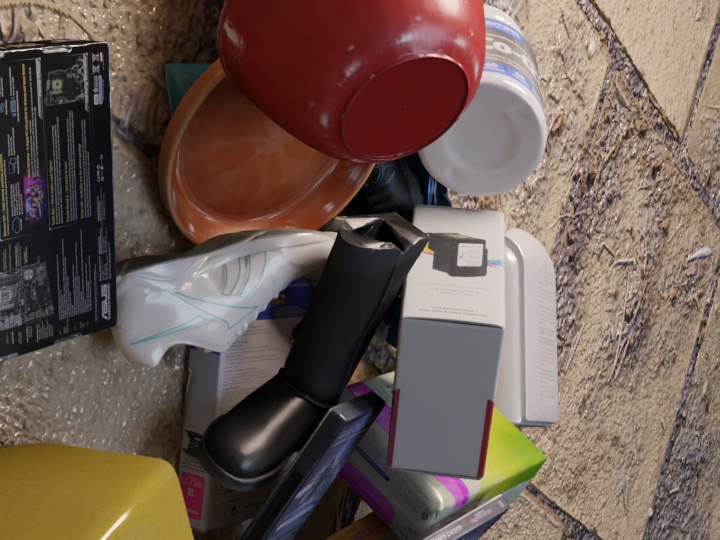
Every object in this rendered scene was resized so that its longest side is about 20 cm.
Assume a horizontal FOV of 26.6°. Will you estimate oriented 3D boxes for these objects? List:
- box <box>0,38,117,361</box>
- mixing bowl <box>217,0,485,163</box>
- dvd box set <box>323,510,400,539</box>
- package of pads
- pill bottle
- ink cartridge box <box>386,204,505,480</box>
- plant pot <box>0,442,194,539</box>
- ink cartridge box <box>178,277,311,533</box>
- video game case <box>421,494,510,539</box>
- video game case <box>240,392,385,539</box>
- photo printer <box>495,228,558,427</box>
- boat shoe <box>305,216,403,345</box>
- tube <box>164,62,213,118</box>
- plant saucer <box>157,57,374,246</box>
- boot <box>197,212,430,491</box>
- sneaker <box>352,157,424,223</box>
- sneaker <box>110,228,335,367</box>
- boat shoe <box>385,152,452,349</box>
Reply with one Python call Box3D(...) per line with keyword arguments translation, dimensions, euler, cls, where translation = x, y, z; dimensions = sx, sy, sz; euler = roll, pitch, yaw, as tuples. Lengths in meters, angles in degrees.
Box3D(translation=(-0.230, -0.046, 0.999), dimensions=(0.160, 0.043, 0.202), euler=(-19, 113, -54), cls="box")
Box3D(translation=(0.012, -0.148, 1.057), dimensions=(0.199, 0.109, 0.201), euler=(-19, 146, -13), cls="mixing bowl")
Box3D(translation=(-0.027, 0.283, 1.344), dimensions=(0.200, 0.029, 0.147), euler=(-20, 142, -53), cls="dvd box set")
Box3D(translation=(0.058, 0.161, 1.395), dimensions=(0.199, 0.154, 0.068), euler=(-10, 138, -55), cls="package of pads")
Box3D(translation=(0.106, -0.160, 1.364), dimensions=(0.200, 0.113, 0.114), euler=(-86, 166, -60), cls="pill bottle")
Box3D(translation=(0.072, 0.054, 1.268), dimensions=(0.200, 0.082, 0.147), euler=(-81, 176, -62), cls="ink cartridge box")
Box3D(translation=(-0.202, 0.216, 0.978), dimensions=(0.200, 0.194, 0.195), euler=(-48, 135, -50), cls="plant pot")
Box3D(translation=(-0.094, 0.104, 1.247), dimensions=(0.119, 0.042, 0.202), euler=(-3, 102, -56), cls="ink cartridge box")
Box3D(translation=(0.030, 0.269, 1.311), dimensions=(0.199, 0.019, 0.143), euler=(-19, 155, -44), cls="video game case")
Box3D(translation=(-0.056, 0.187, 1.201), dimensions=(0.201, 0.019, 0.143), euler=(-57, 170, 8), cls="video game case")
Box3D(translation=(0.157, 0.059, 1.555), dimensions=(0.166, 0.069, 0.202), euler=(17, 72, -70), cls="photo printer")
Box3D(translation=(-0.003, -0.001, 1.302), dimensions=(0.202, 0.072, 0.061), euler=(75, 37, -64), cls="boat shoe")
Box3D(translation=(-0.066, -0.137, 1.207), dimensions=(0.199, 0.050, 0.078), euler=(-14, 104, -34), cls="tube")
Box3D(translation=(-0.067, -0.100, 1.177), dimensions=(0.199, 0.032, 0.201), euler=(-23, 138, -23), cls="plant saucer")
Box3D(translation=(-0.035, 0.057, 1.155), dimensions=(0.201, 0.065, 0.165), euler=(-60, 168, 27), cls="boot")
Box3D(translation=(0.001, -0.095, 1.335), dimensions=(0.082, 0.073, 0.201), euler=(-21, 109, -36), cls="sneaker")
Box3D(translation=(-0.104, 0.016, 1.148), dimensions=(0.199, 0.070, 0.081), euler=(-17, 100, -31), cls="sneaker")
Box3D(translation=(0.055, -0.025, 1.419), dimensions=(0.068, 0.084, 0.201), euler=(-12, 123, -36), cls="boat shoe")
